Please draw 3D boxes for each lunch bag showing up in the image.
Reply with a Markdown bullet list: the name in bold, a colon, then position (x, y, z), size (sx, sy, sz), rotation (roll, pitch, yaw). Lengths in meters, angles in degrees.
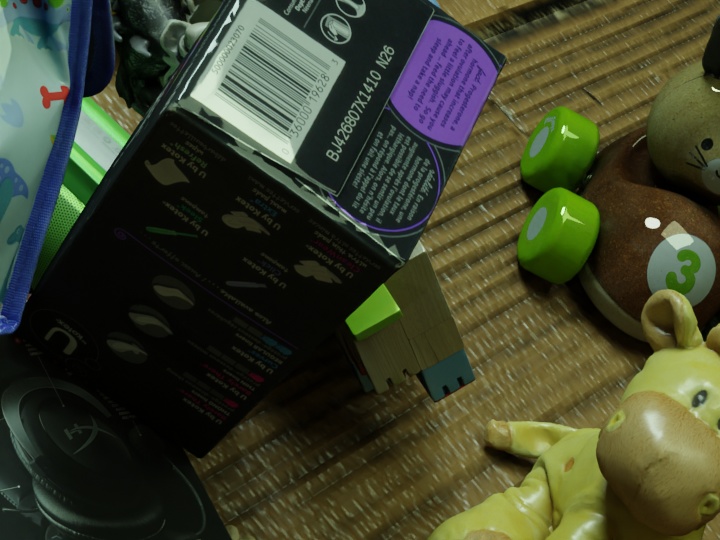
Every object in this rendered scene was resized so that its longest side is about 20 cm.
- **lunch bag**: position (-0.200, -0.093, 0.814), size (0.169, 0.202, 0.127), rotation (14, -3, 29)

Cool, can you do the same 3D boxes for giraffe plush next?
- **giraffe plush**: position (0.149, 0.112, 1.000), size (0.172, 0.162, 0.201), rotation (32, 38, -8)

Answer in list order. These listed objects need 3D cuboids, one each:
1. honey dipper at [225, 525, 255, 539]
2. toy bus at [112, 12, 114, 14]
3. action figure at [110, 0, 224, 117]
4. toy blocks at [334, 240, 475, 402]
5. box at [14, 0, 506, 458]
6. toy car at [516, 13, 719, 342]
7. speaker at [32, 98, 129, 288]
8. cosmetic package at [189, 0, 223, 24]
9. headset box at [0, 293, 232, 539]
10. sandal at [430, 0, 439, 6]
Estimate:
- **honey dipper**: position (-0.003, 0.172, 0.920), size (0.199, 0.038, 0.038), rotation (32, 38, -15)
- **toy bus**: position (-0.124, -0.173, 1.142), size (0.198, 0.065, 0.079), rotation (12, 46, -32)
- **action figure**: position (-0.062, -0.112, 0.969), size (0.101, 0.120, 0.200), rotation (-13, 34, -32)
- **toy blocks**: position (0.000, 0.000, 1.028), size (0.201, 0.099, 0.137), rotation (57, -6, 44)
- **box**: position (-0.046, -0.030, 0.808), size (0.106, 0.200, 0.123), rotation (34, 53, -8)
- **toy car**: position (0.215, -0.066, 1.205), size (0.163, 0.200, 0.159), rotation (26, 39, -16)
- **speaker**: position (-0.140, -0.031, 0.954), size (0.200, 0.089, 0.088), rotation (43, 37, 5)
- **cosmetic package**: position (-0.054, -0.199, 1.116), size (0.101, 0.074, 0.201), rotation (19, 42, -25)
- **headset box**: position (-0.151, 0.097, 0.837), size (0.148, 0.077, 0.201), rotation (-8, 57, -45)
- **sandal**: position (0.002, -0.191, 1.259), size (0.087, 0.080, 0.201), rotation (-16, 65, -51)
